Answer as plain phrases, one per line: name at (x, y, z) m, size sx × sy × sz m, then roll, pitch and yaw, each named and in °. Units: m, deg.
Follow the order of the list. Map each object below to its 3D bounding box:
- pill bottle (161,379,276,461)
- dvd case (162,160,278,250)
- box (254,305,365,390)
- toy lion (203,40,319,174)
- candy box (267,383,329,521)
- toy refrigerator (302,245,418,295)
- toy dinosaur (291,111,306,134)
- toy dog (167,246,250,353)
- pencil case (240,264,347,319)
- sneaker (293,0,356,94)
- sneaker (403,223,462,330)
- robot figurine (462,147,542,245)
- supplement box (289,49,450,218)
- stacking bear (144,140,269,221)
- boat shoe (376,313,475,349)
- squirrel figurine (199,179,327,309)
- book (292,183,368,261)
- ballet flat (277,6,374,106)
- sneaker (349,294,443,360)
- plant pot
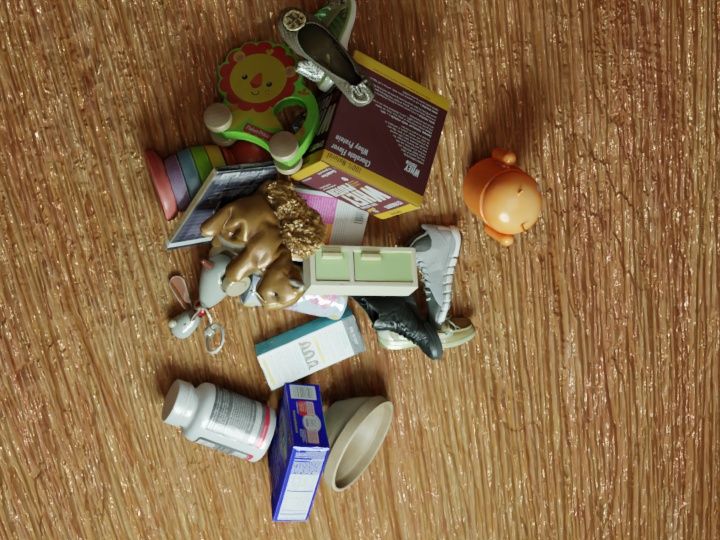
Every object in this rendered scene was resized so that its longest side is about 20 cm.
pill bottle at (-0.268, 0.278, 1.724) m, size 0.198 × 0.111 × 0.111 m, roll 25°, pitch 103°, yaw -23°
dvd case at (-0.232, -0.110, 1.541) m, size 0.148 × 0.016 × 0.200 m, roll -15°, pitch 153°, yaw -49°
box at (-0.097, 0.147, 1.753) m, size 0.198 × 0.049 × 0.083 m, roll -23°, pitch 116°, yaw -6°
toy lion at (-0.152, -0.280, 1.500) m, size 0.198 × 0.069 × 0.193 m, roll 25°, pitch 75°, yaw 14°
candy box at (-0.121, 0.345, 1.736) m, size 0.076 × 0.170 × 0.202 m, roll 7°, pitch 124°, yaw -16°
toy refrigerator at (0.000, 0.000, 1.646) m, size 0.197 × 0.070 × 0.077 m, roll 2°, pitch 74°, yaw -15°
toy dinosaur at (-0.102, -0.222, 1.610) m, size 0.199 × 0.048 × 0.088 m, roll 35°, pitch 106°, yaw -21°
toy dog at (-0.284, 0.039, 1.626) m, size 0.096 × 0.131 × 0.202 m, roll 19°, pitch 98°, yaw -51°
pencil case at (-0.121, 0.037, 1.684) m, size 0.198 × 0.083 × 0.092 m, roll 9°, pitch 108°, yaw -19°
sneaker at (-0.063, -0.394, 1.491) m, size 0.088 × 0.077 × 0.203 m, roll 16°, pitch 70°, yaw -29°
sneaker at (0.119, 0.006, 1.741) m, size 0.114 × 0.075 × 0.203 m, roll 11°, pitch 89°, yaw -11°
robot figurine at (0.256, -0.134, 1.654) m, size 0.116 × 0.200 × 0.145 m, roll 31°, pitch 100°, yaw -23°
supplement box at (0.016, -0.222, 1.546) m, size 0.196 × 0.132 × 0.202 m, roll 23°, pitch 75°, yaw -23°
stacking bear at (-0.251, -0.166, 1.559) m, size 0.198 × 0.114 × 0.123 m, roll -19°, pitch 115°, yaw -12°
boat shoe at (0.130, 0.110, 1.790) m, size 0.198 × 0.073 × 0.064 m, roll -2°, pitch 115°, yaw -6°
squirrel figurine at (-0.140, -0.040, 1.533) m, size 0.199 × 0.142 × 0.187 m, roll -38°, pitch 84°, yaw -12°
book at (-0.088, -0.084, 1.667) m, size 0.198 × 0.048 × 0.135 m, roll 8°, pitch 108°, yaw -20°
ballet flat at (-0.052, -0.338, 1.435) m, size 0.067 × 0.046 × 0.200 m, roll -43°, pitch 91°, yaw -7°
sneaker at (0.065, 0.096, 1.722) m, size 0.103 × 0.201 × 0.060 m, roll -21°, pitch 158°, yaw -24°
plant pot at (-0.027, 0.321, 1.796) m, size 0.201 × 0.092 × 0.202 m, roll -45°, pitch 152°, yaw -32°
